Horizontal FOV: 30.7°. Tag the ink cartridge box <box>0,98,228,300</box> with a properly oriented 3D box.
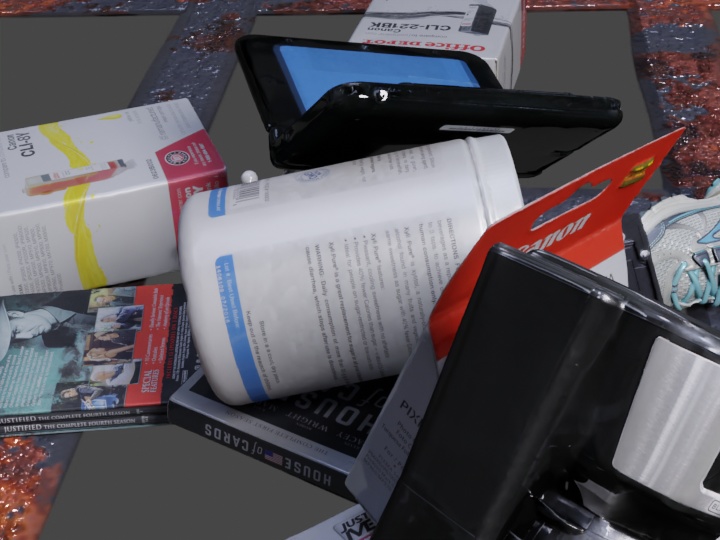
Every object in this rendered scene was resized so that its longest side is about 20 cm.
[{"bbox_3d":[-0.212,-0.056,1.030,0.198,0.084,0.145,-13,34,-15],"label":"ink cartridge box"}]

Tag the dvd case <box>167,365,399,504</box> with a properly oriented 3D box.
[{"bbox_3d":[-0.011,0.063,0.865,0.149,0.025,0.200,19,36,20],"label":"dvd case"}]

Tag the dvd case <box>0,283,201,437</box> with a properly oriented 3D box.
[{"bbox_3d":[-0.193,0.059,0.907,0.198,0.022,0.146,-3,33,-3],"label":"dvd case"}]

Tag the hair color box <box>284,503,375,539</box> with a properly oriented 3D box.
[{"bbox_3d":[0.053,0.191,0.645,0.098,0.061,0.200,-22,38,-27],"label":"hair color box"}]

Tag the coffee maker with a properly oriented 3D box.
[{"bbox_3d":[0.061,0.096,0.525,0.191,0.201,0.134,25,1,27],"label":"coffee maker"}]

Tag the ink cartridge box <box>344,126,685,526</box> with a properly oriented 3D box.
[{"bbox_3d":[0.087,0.034,0.654,0.159,0.201,0.047,-26,63,-40],"label":"ink cartridge box"}]

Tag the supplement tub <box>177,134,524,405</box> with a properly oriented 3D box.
[{"bbox_3d":[0.000,0.000,0.786,0.198,0.133,0.132,-10,32,3],"label":"supplement tub"}]

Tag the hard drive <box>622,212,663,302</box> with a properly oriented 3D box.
[{"bbox_3d":[0.126,0.055,0.818,0.138,0.038,0.201,-11,44,7],"label":"hard drive"}]

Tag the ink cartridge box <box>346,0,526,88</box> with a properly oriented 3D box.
[{"bbox_3d":[0.074,-0.205,1.237,0.143,0.084,0.201,6,34,12],"label":"ink cartridge box"}]

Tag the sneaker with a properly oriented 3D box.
[{"bbox_3d":[0.255,-0.013,0.932,0.199,0.078,0.086,-29,47,-32],"label":"sneaker"}]

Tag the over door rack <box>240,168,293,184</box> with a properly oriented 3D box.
[{"bbox_3d":[-0.019,-0.056,0.944,0.198,0.067,0.148,-13,-9,-26],"label":"over door rack"}]

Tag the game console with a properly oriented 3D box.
[{"bbox_3d":[0.039,-0.125,0.847,0.198,0.118,0.176,-1,-13,-24],"label":"game console"}]

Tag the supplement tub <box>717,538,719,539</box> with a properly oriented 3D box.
[{"bbox_3d":[0.209,0.130,0.646,0.199,0.146,0.144,-22,37,-28],"label":"supplement tub"}]
